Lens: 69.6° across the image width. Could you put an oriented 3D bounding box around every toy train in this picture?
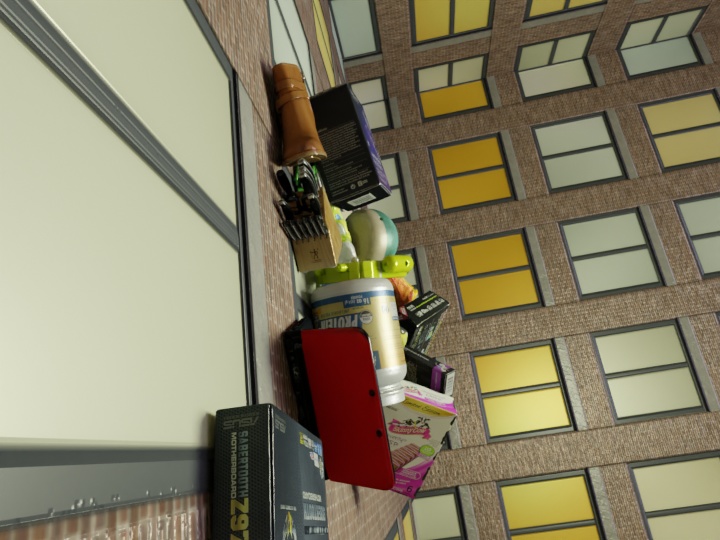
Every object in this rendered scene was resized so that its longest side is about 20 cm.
[{"bbox_3d":[-0.099,-0.193,0.990,0.201,0.041,0.057,-92,180,-56],"label":"toy train"}]

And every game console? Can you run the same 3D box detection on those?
[{"bbox_3d":[-0.023,0.165,0.692,0.172,0.117,0.202,-47,127,-83],"label":"game console"}]

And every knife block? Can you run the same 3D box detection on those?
[{"bbox_3d":[-0.082,-0.096,0.841,0.200,0.063,0.177,-82,162,-73],"label":"knife block"}]

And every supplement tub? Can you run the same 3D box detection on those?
[{"bbox_3d":[-0.001,0.122,0.864,0.145,0.143,0.202,49,31,-80],"label":"supplement tub"}]

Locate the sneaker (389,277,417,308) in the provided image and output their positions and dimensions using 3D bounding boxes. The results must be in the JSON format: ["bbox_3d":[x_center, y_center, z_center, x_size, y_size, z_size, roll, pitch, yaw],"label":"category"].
[{"bbox_3d":[0.092,0.038,1.243,0.073,0.076,0.202,-88,155,-72],"label":"sneaker"}]

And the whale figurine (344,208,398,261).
[{"bbox_3d":[0.008,-0.040,1.113,0.160,0.103,0.201,60,-44,30],"label":"whale figurine"}]

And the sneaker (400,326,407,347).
[{"bbox_3d":[0.020,0.170,0.976,0.200,0.078,0.091,-47,-161,41],"label":"sneaker"}]

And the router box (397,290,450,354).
[{"bbox_3d":[0.111,0.158,1.169,0.149,0.062,0.202,-22,139,-50],"label":"router box"}]

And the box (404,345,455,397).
[{"bbox_3d":[0.101,0.230,1.055,0.199,0.036,0.145,22,-64,44],"label":"box"}]

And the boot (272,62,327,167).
[{"bbox_3d":[-0.102,-0.254,0.834,0.200,0.076,0.157,-93,173,-71],"label":"boot"}]

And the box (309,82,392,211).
[{"bbox_3d":[-0.026,-0.230,0.998,0.148,0.103,0.202,-7,79,-78],"label":"box"}]

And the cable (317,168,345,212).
[{"bbox_3d":[-0.071,-0.230,1.197,0.200,0.068,0.202,-87,166,-64],"label":"cable"}]

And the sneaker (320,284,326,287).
[{"bbox_3d":[-0.027,0.101,1.016,0.200,0.082,0.073,48,8,-37],"label":"sneaker"}]

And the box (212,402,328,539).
[{"bbox_3d":[-0.070,0.218,0.455,0.200,0.050,0.159,71,12,-62],"label":"box"}]

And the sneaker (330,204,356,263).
[{"bbox_3d":[-0.051,-0.069,1.063,0.105,0.075,0.202,-85,163,-73],"label":"sneaker"}]

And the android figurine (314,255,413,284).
[{"bbox_3d":[0.000,0.000,0.936,0.199,0.181,0.042,0,85,-53],"label":"android figurine"}]

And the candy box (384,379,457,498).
[{"bbox_3d":[0.077,0.310,0.963,0.061,0.135,0.202,-84,-165,-73],"label":"candy box"}]
